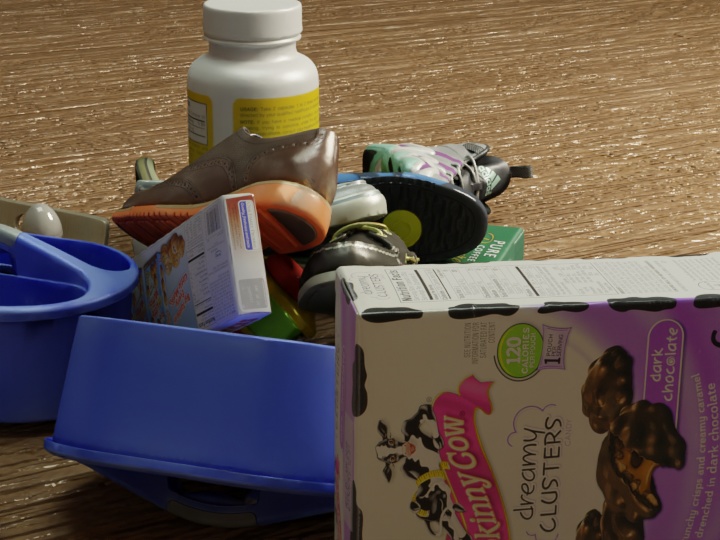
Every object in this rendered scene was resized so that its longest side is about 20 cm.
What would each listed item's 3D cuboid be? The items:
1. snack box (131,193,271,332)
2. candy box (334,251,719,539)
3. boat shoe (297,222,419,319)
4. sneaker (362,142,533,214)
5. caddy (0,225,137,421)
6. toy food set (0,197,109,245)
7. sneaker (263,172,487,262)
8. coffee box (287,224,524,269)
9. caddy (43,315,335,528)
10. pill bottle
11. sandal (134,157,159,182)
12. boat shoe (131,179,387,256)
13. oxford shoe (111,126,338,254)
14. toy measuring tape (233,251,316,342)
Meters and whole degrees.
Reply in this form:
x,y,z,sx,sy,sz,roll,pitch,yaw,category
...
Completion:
x,y,z,sx,sy,sz,roll,pitch,yaw,category
-0.108,0.011,1.019,0.024,0.072,0.200,-6,-9,-27,snack box
0.088,0.084,0.787,0.198,0.169,0.072,-2,18,-9,candy box
0.000,0.000,1.079,0.071,0.061,0.201,-3,-9,9,boat shoe
0.088,-0.075,1.405,0.139,0.078,0.200,-5,20,-12,sneaker
-0.239,0.020,1.043,0.199,0.106,0.141,8,19,20,caddy
-0.309,-0.015,1.246,0.143,0.061,0.200,11,21,29,toy food set
-0.005,-0.048,1.204,0.198,0.066,0.079,0,18,3,sneaker
0.017,-0.004,1.244,0.198,0.044,0.123,5,21,16,coffee box
-0.074,0.087,0.886,0.198,0.106,0.141,6,-5,17,caddy
-0.089,-0.122,1.348,0.110,0.202,0.111,1,19,0,pill bottle
-0.131,-0.026,1.264,0.057,0.080,0.201,-14,32,-24,sandal
-0.077,-0.051,1.120,0.200,0.072,0.070,-7,1,28,boat shoe
-0.085,-0.049,1.060,0.199,0.073,0.071,-4,-32,43,oxford shoe
-0.066,0.031,1.085,0.073,0.074,0.200,-1,16,-3,toy measuring tape
